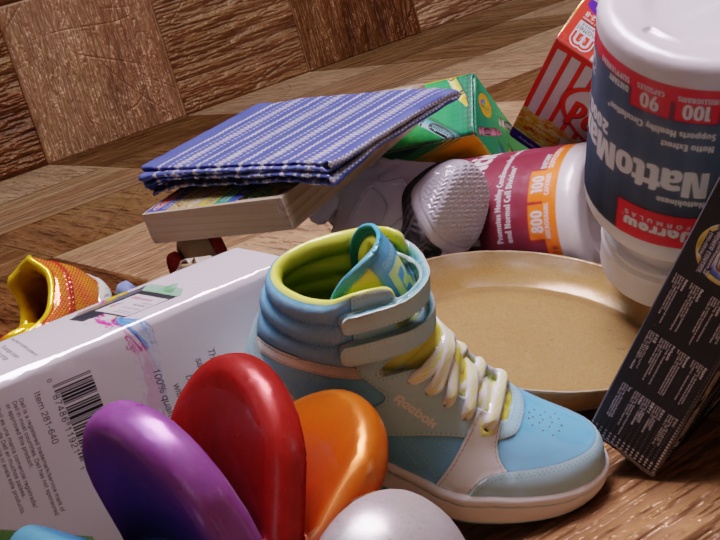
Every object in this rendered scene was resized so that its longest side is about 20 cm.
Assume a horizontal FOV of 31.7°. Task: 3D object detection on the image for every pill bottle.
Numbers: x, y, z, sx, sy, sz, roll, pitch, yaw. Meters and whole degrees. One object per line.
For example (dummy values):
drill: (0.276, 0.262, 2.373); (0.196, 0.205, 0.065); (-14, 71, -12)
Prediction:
pill bottle: (0.194, -0.075, 0.751); (0.119, 0.200, 0.120); (-3, 45, 3)
pill bottle: (0.098, -0.031, 0.969); (0.200, 0.114, 0.114); (-5, 18, 35)

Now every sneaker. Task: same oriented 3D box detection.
sneaker: (-0.202, 0.081, 0.813); (0.077, 0.200, 0.073); (20, -49, -37)
sneaker: (0.036, 0.047, 0.620); (0.200, 0.131, 0.080); (12, 36, 0)
sneaker: (0.000, 0.000, 0.899); (0.115, 0.075, 0.200); (18, 69, 43)

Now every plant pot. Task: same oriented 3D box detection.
plant pot: (0.105, 0.038, 0.788); (0.200, 0.028, 0.200); (2, 23, -1)

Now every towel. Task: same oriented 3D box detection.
towel: (-0.046, -0.091, 0.893); (0.200, 0.024, 0.145); (2, 29, 42)

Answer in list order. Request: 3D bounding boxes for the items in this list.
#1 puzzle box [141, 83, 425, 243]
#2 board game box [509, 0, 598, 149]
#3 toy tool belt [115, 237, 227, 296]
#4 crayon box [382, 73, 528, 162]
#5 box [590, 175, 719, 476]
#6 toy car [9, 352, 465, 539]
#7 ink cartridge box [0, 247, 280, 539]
puzzle box: (-0.049, -0.080, 0.927); (0.133, 0.025, 0.200); (-5, 26, 37)
board game box: (0.199, -0.109, 0.939); (0.046, 0.151, 0.200); (-54, -6, -12)
toy tool belt: (-0.121, 0.048, 0.854); (0.123, 0.125, 0.200); (-22, 41, -15)
crayon box: (0.077, -0.085, 1.077); (0.119, 0.058, 0.200); (-10, -25, 24)
box: (0.205, -0.009, 0.648); (0.044, 0.200, 0.160); (35, 40, 21)
toy car: (-0.063, 0.116, 0.539); (0.200, 0.150, 0.175); (-27, 19, -36)
ink cartridge box: (-0.116, 0.090, 0.699); (0.200, 0.145, 0.084); (-23, 17, -24)
